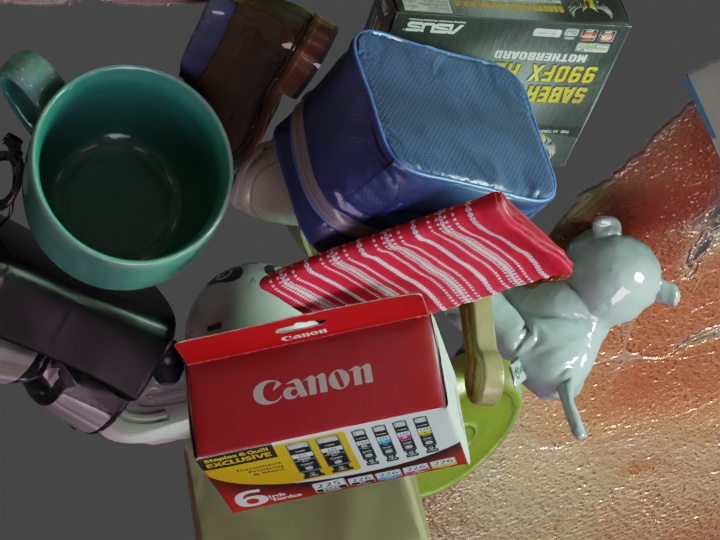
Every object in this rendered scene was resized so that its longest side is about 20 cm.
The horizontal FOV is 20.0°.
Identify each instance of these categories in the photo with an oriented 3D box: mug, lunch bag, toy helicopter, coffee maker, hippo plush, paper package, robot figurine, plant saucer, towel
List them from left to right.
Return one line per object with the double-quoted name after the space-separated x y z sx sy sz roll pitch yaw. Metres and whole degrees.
-0.250 0.023 1.635 0.199 0.135 0.192 24 126 -40 "coffee maker"
-0.181 -0.078 1.528 0.151 0.187 0.114 -12 168 -17 "mug"
-0.087 0.065 1.728 0.150 0.125 0.200 -49 171 -13 "robot figurine"
-0.041 0.221 1.779 0.198 0.192 0.104 -16 134 1 "paper package"
0.041 -0.078 1.528 0.199 0.137 0.132 12 141 -37 "lunch bag"
0.044 0.002 1.502 0.198 0.023 0.144 -19 153 21 "towel"
0.081 0.155 1.937 0.199 0.031 0.201 -27 147 -19 "plant saucer"
0.099 0.012 1.686 0.078 0.202 0.132 3 155 -22 "toy helicopter"
0.176 0.020 1.780 0.159 0.200 0.161 39 96 -3 "hippo plush"

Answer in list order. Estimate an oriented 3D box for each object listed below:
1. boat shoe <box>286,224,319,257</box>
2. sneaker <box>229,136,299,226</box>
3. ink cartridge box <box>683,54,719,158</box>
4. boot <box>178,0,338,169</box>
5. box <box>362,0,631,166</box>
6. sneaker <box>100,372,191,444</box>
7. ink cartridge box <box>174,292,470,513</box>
0.000 0.000 1.746 0.072 0.065 0.200 -25 140 12 "boat shoe"
-0.011 -0.061 1.632 0.198 0.081 0.076 2 114 -34 "sneaker"
0.386 -0.091 1.703 0.145 0.148 0.200 -27 141 13 "ink cartridge box"
-0.100 -0.149 1.551 0.096 0.075 0.200 31 138 -12 "boot"
0.093 -0.155 1.604 0.198 0.049 0.159 2 138 -20 "box"
-0.141 0.118 1.851 0.198 0.077 0.081 -4 158 -13 "sneaker"
-0.029 0.103 1.568 0.198 0.085 0.176 -13 154 6 "ink cartridge box"
